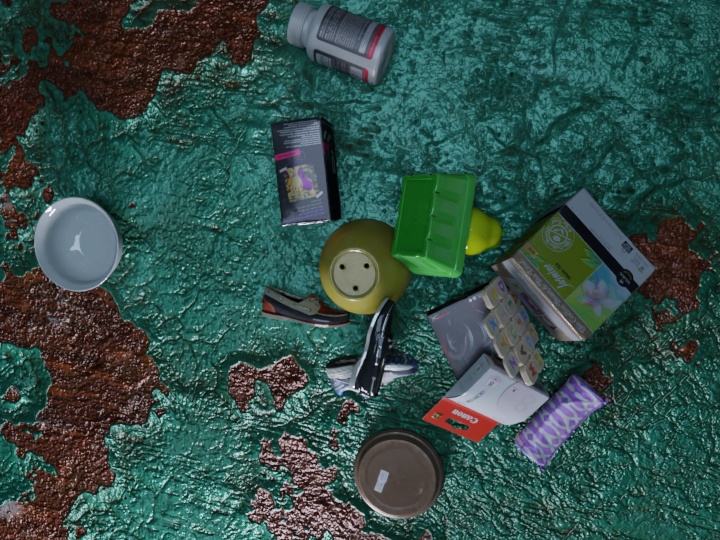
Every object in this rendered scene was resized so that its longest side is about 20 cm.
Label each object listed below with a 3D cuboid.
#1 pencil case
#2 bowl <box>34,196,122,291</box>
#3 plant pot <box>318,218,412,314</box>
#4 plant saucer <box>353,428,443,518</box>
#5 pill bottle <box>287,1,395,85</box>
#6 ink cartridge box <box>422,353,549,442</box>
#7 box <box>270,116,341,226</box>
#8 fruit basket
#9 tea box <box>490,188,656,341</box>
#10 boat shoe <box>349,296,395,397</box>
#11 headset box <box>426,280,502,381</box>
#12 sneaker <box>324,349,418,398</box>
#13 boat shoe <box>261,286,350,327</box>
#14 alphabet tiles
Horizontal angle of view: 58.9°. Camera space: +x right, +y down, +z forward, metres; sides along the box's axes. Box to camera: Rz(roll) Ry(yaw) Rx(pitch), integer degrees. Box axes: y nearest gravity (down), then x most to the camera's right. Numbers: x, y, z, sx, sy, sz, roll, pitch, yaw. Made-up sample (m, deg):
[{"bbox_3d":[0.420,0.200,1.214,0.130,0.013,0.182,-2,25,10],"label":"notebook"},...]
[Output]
[{"bbox_3d":[0.396,0.301,1.270,0.201,0.084,0.086,-54,52,12],"label":"pencil case"},{"bbox_3d":[-0.599,-0.061,1.396,0.198,0.090,0.204,1,97,9],"label":"bowl"},{"bbox_3d":[0.000,0.000,1.276,0.197,0.142,0.203,1,97,9],"label":"plant pot"},{"bbox_3d":[0.080,0.441,1.368,0.197,0.029,0.203,1,97,10],"label":"plant saucer"},{"bbox_3d":[-0.039,-0.451,1.250,0.198,0.111,0.112,23,99,6],"label":"pill bottle"},{"bbox_3d":[0.245,0.270,1.255,0.161,0.057,0.201,27,112,-24],"label":"ink cartridge box"},{"bbox_3d":[-0.106,-0.196,1.282,0.105,0.122,0.203,-4,96,9],"label":"box"},{"bbox_3d":[0.175,-0.087,1.253,0.154,0.214,0.219,5,99,46],"label":"fruit basket"},{"bbox_3d":[0.391,-0.005,1.189,0.197,0.134,0.200,-43,88,-7],"label":"tea box"},{"bbox_3d":[0.039,0.152,1.253,0.060,0.075,0.202,23,106,17],"label":"boat shoe"},{"bbox_3d":[0.242,0.145,1.285,0.148,0.077,0.202,-26,90,11],"label":"headset box"},{"bbox_3d":[0.028,0.221,1.339,0.197,0.077,0.086,-7,105,18],"label":"sneaker"},{"bbox_3d":[-0.115,0.078,1.344,0.197,0.071,0.063,9,95,13],"label":"boat shoe"},{"bbox_3d":[0.293,0.113,1.216,0.015,0.195,0.202,-26,92,33],"label":"alphabet tiles"}]
